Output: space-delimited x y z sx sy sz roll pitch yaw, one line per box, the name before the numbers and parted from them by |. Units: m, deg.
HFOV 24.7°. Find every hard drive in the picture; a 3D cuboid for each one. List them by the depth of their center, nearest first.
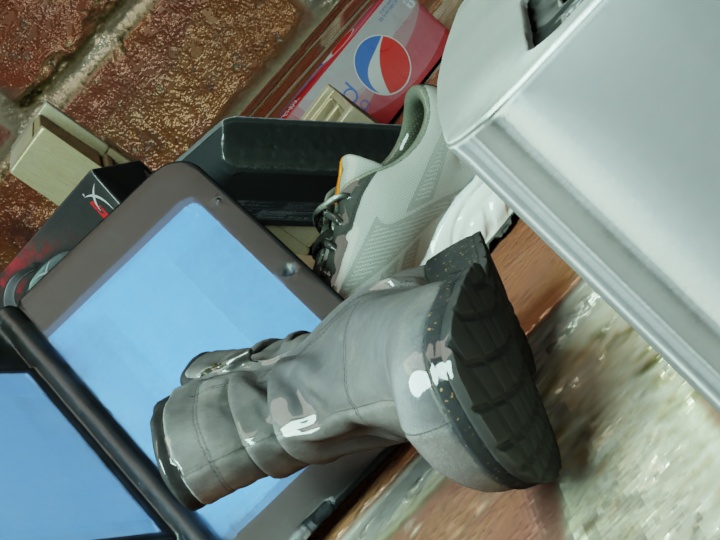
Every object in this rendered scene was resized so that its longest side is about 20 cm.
hard drive | -0.041 -0.057 1.019 0.200 0.139 0.033 160 110 -70

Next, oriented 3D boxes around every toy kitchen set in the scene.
toy kitchen set | -0.122 -0.097 1.188 0.181 0.200 0.163 -52 19 6

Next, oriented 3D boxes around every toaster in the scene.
toaster | 0.114 -0.065 0.407 0.200 0.119 0.181 -46 10 18

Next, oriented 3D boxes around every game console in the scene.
game console | -0.106 0.042 0.672 0.176 0.200 0.117 3 -60 -46

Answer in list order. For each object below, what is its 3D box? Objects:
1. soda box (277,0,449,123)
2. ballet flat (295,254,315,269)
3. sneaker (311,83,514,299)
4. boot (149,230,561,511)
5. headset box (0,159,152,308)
soda box | -0.013 -0.131 1.311 0.200 0.070 0.063 -53 11 -21
ballet flat | -0.068 0.060 0.908 0.200 0.069 0.070 -41 13 30
sneaker | 0.000 0.000 0.765 0.200 0.079 0.074 -54 13 -18
boot | -0.008 0.048 0.541 0.131 0.070 0.200 -23 3 6
headset box | -0.162 0.056 1.011 0.200 0.149 0.077 -45 -6 17
